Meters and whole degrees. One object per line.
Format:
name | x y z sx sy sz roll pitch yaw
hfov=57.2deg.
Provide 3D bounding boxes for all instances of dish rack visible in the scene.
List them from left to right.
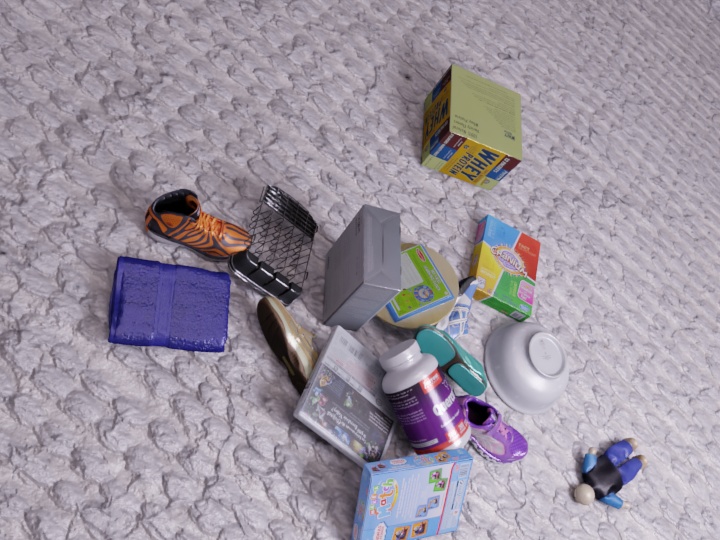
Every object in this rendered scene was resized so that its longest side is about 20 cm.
dish rack | -0.154 -0.053 1.234 0.153 0.054 0.203 38 46 -34

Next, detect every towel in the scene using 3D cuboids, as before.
towel | -0.324 0.062 1.126 0.196 0.049 0.151 9 69 -23

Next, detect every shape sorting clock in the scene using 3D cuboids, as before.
shape sorting clock | 0.099 0.029 1.321 0.195 0.040 0.203 -1 57 2

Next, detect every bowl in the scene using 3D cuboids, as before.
bowl | 0.363 0.188 1.368 0.197 0.090 0.205 11 62 -21

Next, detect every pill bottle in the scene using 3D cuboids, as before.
pill bottle | 0.111 0.231 1.186 0.112 0.112 0.203 -31 97 -34

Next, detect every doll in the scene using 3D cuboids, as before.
doll | 0.511 0.422 1.350 0.197 0.049 0.138 -19 74 -32

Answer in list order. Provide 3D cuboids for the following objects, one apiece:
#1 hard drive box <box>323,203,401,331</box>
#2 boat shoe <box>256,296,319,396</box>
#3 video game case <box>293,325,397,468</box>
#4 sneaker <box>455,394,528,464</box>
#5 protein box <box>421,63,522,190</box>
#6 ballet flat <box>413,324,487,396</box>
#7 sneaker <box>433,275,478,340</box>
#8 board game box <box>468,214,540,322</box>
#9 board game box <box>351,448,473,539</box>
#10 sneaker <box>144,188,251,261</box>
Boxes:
hard drive box | 0.000 0.000 1.217 0.075 0.200 0.159 12 62 -20
boat shoe | -0.113 0.130 1.182 0.076 0.071 0.203 -28 91 -37
video game case | -0.010 0.230 1.174 0.200 0.023 0.184 42 53 -24
sneaker | 0.245 0.299 1.258 0.198 0.088 0.081 33 55 -9
protein box | 0.260 -0.331 1.546 0.195 0.135 0.204 17 59 -18
ballet flat | 0.168 0.160 1.257 0.200 0.067 0.071 44 23 -21
sneaker | 0.188 0.095 1.346 0.077 0.076 0.201 42 65 -9
board game box | 0.320 -0.007 1.473 0.151 0.040 0.203 25 58 -13
board game box | 0.088 0.385 1.114 0.196 0.037 0.154 -1 111 -27
sneaker | -0.280 -0.080 1.173 0.196 0.112 0.079 10 62 -22
